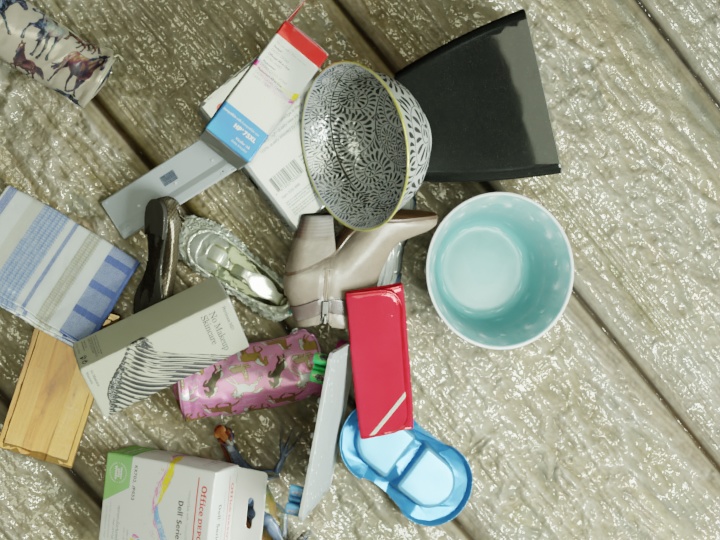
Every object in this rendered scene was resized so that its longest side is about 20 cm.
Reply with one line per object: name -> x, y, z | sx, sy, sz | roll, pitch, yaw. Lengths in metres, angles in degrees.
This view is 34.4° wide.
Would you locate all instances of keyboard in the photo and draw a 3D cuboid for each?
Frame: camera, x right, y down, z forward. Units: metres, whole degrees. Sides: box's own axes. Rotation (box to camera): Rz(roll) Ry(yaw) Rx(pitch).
keyboard -> -0.238, -0.111, 1.473 | 0.199, 0.011, 0.057 | -30, 93, 17

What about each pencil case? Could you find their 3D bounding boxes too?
pencil case -> -0.146, 0.135, 1.500 | 0.197, 0.087, 0.083 | -12, 136, -9
pencil case -> -0.398, -0.284, 1.448 | 0.199, 0.078, 0.090 | 31, 101, -9

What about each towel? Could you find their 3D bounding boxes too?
towel -> -0.396, -0.002, 1.459 | 0.199, 0.024, 0.148 | 30, 65, -7

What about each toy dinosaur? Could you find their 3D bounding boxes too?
toy dinosaur -> -0.144, 0.293, 1.504 | 0.181, 0.105, 0.201 | 40, 95, 10

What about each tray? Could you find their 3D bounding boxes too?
tray -> -0.383, 0.139, 1.482 | 0.098, 0.037, 0.202 | 18, 87, -10

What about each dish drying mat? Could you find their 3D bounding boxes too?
dish drying mat -> 0.026, 0.117, 1.480 | 0.076, 0.018, 0.203 | -9, 111, -10

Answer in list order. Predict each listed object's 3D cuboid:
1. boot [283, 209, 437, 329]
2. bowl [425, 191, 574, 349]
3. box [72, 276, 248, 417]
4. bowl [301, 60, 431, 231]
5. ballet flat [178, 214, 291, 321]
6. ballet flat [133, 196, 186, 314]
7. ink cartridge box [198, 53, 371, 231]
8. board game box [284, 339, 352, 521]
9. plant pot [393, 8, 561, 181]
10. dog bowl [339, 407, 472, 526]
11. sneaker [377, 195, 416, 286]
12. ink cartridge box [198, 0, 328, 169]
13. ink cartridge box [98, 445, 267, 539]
boot -> 0.000, 0.000, 1.475 | 0.197, 0.070, 0.148 | -2, 100, -6
bowl -> 0.171, -0.001, 1.540 | 0.198, 0.105, 0.204 | 0, 92, -10
box -> -0.245, 0.092, 1.432 | 0.198, 0.068, 0.083 | -27, 121, -9
bowl -> 0.024, -0.156, 1.404 | 0.093, 0.200, 0.203 | -16, 94, -37
ballet flat -> -0.162, -0.007, 1.502 | 0.199, 0.072, 0.072 | 34, 86, -8
ballet flat -> -0.251, 0.004, 1.479 | 0.046, 0.067, 0.203 | -8, 111, -46
ink cartridge box -> -0.094, -0.173, 1.499 | 0.146, 0.084, 0.201 | -38, 97, -6
board game box -> -0.047, 0.191, 1.456 | 0.026, 0.200, 0.203 | 11, 93, 8
plant pot -> 0.141, -0.203, 1.494 | 0.175, 0.200, 0.203 | -13, 94, 3
dog bowl -> 0.057, 0.252, 1.554 | 0.199, 0.050, 0.112 | 40, 85, -8
sneaker -> 0.016, -0.015, 1.540 | 0.086, 0.075, 0.203 | 12, 86, 7
ink cartridge box -> -0.106, -0.223, 1.392 | 0.067, 0.116, 0.201 | 37, 83, -10
ink cartridge box -> -0.221, 0.294, 1.452 | 0.198, 0.067, 0.119 | 6, 90, 21
